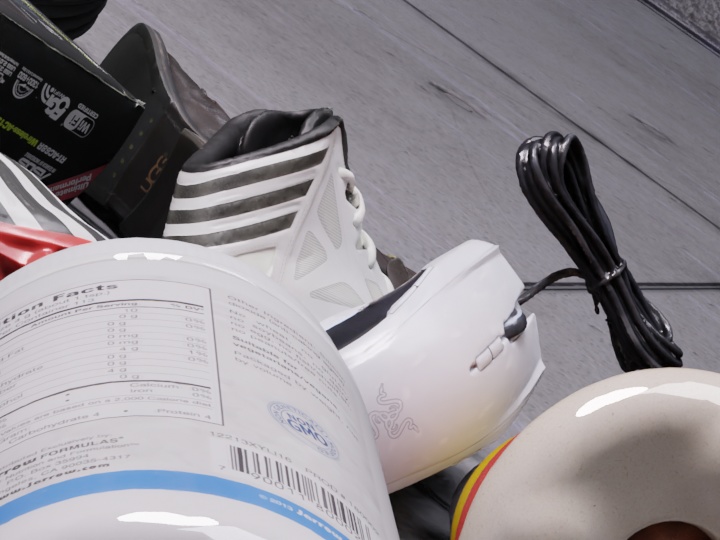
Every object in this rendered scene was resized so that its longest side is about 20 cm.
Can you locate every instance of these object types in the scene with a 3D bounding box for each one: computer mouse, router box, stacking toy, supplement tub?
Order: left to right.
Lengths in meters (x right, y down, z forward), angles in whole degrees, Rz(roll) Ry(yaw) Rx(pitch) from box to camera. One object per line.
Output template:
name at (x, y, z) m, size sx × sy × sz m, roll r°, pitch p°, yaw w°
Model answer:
router box at (-0.198, -0.119, 1.158) m, size 0.200 × 0.062 × 0.150 m, roll 42°, pitch 4°, yaw 29°
supplement tub at (-0.052, 0.082, 0.690) m, size 0.132 × 0.132 × 0.200 m, roll 29°, pitch 13°, yaw -13°
computer mouse at (0.045, 0.029, 1.076) m, size 0.044 × 0.110 × 0.200 m, roll -7°, pitch 21°, yaw 47°
stacking toy at (0.081, 0.098, 1.014) m, size 0.146 × 0.147 × 0.200 m, roll 29°, pitch -2°, yaw -14°

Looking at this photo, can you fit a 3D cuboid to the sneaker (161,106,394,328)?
sneaker at (0.000, 0.000, 1.105) m, size 0.075 × 0.116 × 0.200 m, roll 8°, pitch -5°, yaw 40°

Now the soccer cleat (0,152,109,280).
soccer cleat at (-0.160, -0.027, 0.990) m, size 0.200 × 0.069 × 0.085 m, roll 32°, pitch 4°, yaw -18°

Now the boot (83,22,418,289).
boot at (-0.036, -0.015, 1.255) m, size 0.174 × 0.069 × 0.200 m, roll 31°, pitch 16°, yaw -33°

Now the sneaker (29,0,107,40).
sneaker at (-0.201, -0.156, 1.333) m, size 0.199 × 0.099 × 0.071 m, roll 12°, pitch 48°, yaw -9°
